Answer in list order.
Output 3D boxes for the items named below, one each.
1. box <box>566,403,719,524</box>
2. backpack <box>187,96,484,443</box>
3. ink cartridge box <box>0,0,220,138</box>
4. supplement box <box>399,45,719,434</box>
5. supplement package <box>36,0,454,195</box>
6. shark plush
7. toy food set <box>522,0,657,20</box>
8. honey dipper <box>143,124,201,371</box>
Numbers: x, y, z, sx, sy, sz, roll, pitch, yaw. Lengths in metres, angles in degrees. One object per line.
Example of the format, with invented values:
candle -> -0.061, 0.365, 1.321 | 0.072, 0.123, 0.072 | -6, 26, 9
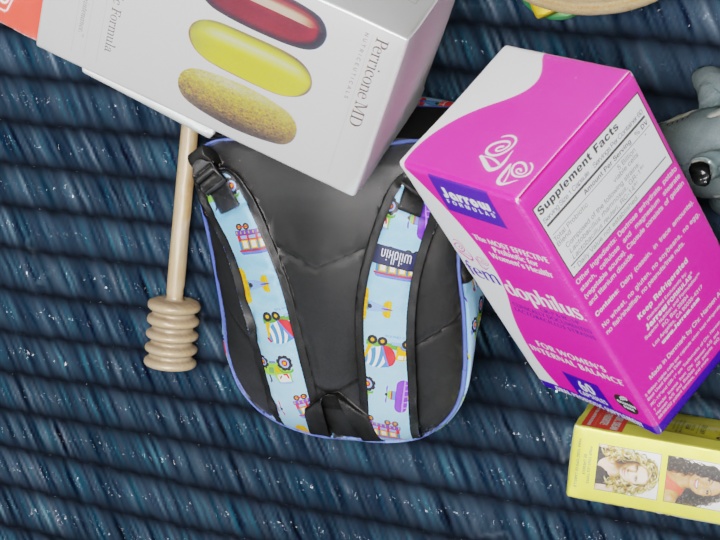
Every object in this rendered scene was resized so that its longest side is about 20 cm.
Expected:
box -> 0.232, 0.125, 0.968 | 0.200, 0.075, 0.050 | 8, 102, 18
backpack -> 0.000, 0.000, 0.987 | 0.182, 0.135, 0.200 | 2, 112, 20
ink cartridge box -> -0.120, -0.208, 0.968 | 0.173, 0.044, 0.200 | 27, 95, 0
supplement box -> 0.127, -0.017, 0.891 | 0.101, 0.103, 0.200 | 22, 153, 51
supplement package -> -0.058, -0.149, 0.864 | 0.200, 0.110, 0.114 | 25, 132, 7
shark plush -> 0.214, -0.053, 0.887 | 0.083, 0.200, 0.091 | -13, 112, -24
toy food set -> 0.134, -0.251, 0.931 | 0.198, 0.049, 0.200 | -22, 95, 22
honey dipper -> -0.123, -0.032, 1.079 | 0.038, 0.038, 0.201 | 9, 101, 17
